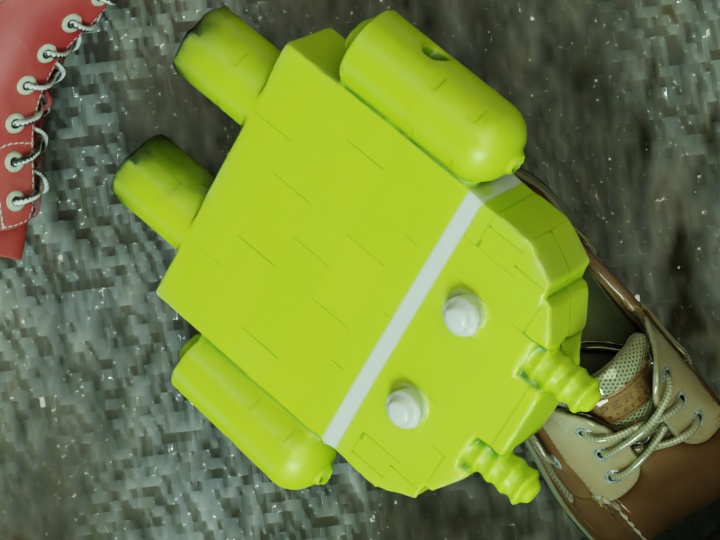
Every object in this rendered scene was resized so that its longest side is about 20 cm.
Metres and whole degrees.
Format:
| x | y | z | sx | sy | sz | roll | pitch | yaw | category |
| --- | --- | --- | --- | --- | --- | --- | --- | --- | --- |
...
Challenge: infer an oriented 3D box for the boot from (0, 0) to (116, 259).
| x | y | z | sx | sy | sz | roll | pitch | yaw | category |
| --- | --- | --- | --- | --- | --- | --- | --- | --- | --- |
| -0.109 | -0.086 | 0.914 | 0.200 | 0.072 | 0.144 | -17 | 95 | 4 | boot |

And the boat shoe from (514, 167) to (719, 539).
| x | y | z | sx | sy | sz | roll | pitch | yaw | category |
| --- | --- | --- | --- | --- | --- | --- | --- | --- | --- |
| 0.088 | 0.046 | 0.909 | 0.076 | 0.074 | 0.200 | -40 | 90 | 1 | boat shoe |

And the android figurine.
| x | y | z | sx | sy | sz | roll | pitch | yaw | category |
| --- | --- | --- | --- | --- | --- | --- | --- | --- | --- |
| 0.000 | 0.000 | 0.883 | 0.200 | 0.041 | 0.182 | 42 | 123 | 16 | android figurine |

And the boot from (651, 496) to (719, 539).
| x | y | z | sx | sy | sz | roll | pitch | yaw | category |
| --- | --- | --- | --- | --- | --- | --- | --- | --- | --- |
| 0.208 | 0.121 | 0.876 | 0.200 | 0.077 | 0.138 | -26 | 115 | 14 | boot |
